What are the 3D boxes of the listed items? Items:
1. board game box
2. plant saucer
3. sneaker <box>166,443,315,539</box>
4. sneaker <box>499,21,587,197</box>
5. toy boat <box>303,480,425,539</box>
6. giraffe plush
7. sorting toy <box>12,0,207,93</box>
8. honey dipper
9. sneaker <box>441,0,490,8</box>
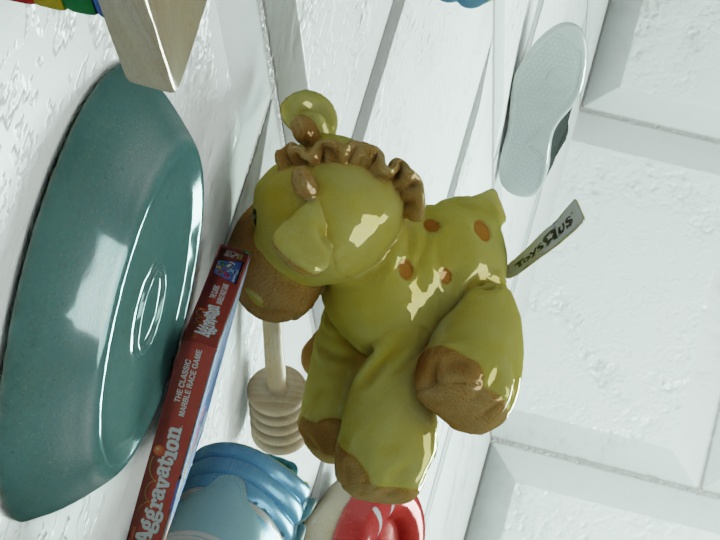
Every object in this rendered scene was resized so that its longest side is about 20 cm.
[{"bbox_3d":[-0.082,0.058,1.263,0.200,0.019,0.104,-81,-174,-77],"label":"board game box"},{"bbox_3d":[-0.104,0.013,1.109,0.200,0.036,0.202,13,90,-82],"label":"plant saucer"},{"bbox_3d":[-0.067,0.177,1.423,0.201,0.079,0.131,96,13,-47],"label":"sneaker"},{"bbox_3d":[0.193,-0.184,2.710,0.099,0.070,0.201,-66,173,-58],"label":"sneaker"},{"bbox_3d":[0.020,0.234,1.972,0.200,0.130,0.132,-48,151,-73],"label":"toy boat"},{"bbox_3d":[0.000,0.000,1.396,0.200,0.162,0.173,-53,-149,6],"label":"giraffe plush"},{"bbox_3d":[-0.077,-0.192,0.846,0.200,0.069,0.200,79,26,-70],"label":"sorting toy"},{"bbox_3d":[-0.052,0.035,1.518,0.201,0.038,0.038,87,18,-50],"label":"honey dipper"},{"bbox_3d":[0.028,-0.198,1.336,0.200,0.130,0.080,63,43,-77],"label":"sneaker"}]
